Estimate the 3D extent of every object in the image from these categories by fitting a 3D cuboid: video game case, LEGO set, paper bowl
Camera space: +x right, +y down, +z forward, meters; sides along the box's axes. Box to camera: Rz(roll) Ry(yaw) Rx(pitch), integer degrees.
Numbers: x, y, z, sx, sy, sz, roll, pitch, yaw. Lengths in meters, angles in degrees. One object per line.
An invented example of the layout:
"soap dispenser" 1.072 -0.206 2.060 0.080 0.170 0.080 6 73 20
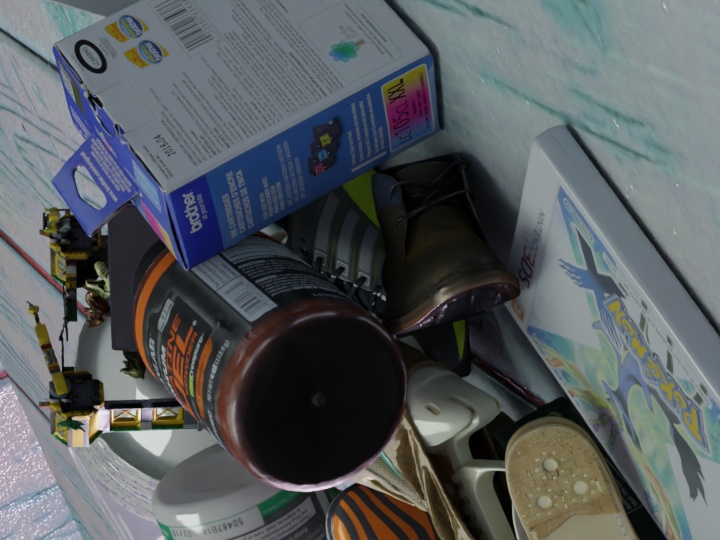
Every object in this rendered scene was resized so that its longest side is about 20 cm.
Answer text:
"video game case" 0.138 0.048 1.239 0.200 0.022 0.182 56 164 21
"LEGO set" -0.146 0.015 1.636 0.116 0.154 0.200 98 177 -53
"paper bowl" -0.104 0.078 1.739 0.201 0.201 0.104 54 151 25

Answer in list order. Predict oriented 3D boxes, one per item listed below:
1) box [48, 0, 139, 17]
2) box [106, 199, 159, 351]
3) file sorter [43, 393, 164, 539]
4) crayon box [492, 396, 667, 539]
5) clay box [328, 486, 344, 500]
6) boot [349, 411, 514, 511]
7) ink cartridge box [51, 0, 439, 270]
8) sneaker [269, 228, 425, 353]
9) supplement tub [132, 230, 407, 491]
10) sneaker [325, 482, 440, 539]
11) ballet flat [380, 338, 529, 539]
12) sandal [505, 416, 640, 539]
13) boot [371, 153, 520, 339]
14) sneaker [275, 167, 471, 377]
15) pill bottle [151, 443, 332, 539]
"box" -0.173 -0.235 1.517 0.200 0.097 0.124 35 108 59
"box" -0.111 -0.067 1.537 0.141 0.079 0.200 91 -178 -49
"file sorter" -0.114 0.126 1.863 0.139 0.200 0.125 56 166 21
"crayon box" 0.137 0.184 1.424 0.126 0.052 0.200 50 161 39
"clay box" 0.043 0.227 1.651 0.200 0.048 0.115 65 166 -8
"boot" 0.007 0.106 1.496 0.200 0.073 0.155 32 158 -30
"ink cartridge box" -0.076 -0.093 1.353 0.136 0.200 0.076 51 162 35
"sneaker" -0.013 0.026 1.598 0.116 0.074 0.200 64 166 -21
"supplement tub" -0.060 0.039 1.352 0.200 0.107 0.107 36 151 59
"sneaker" 0.062 0.211 1.516 0.200 0.078 0.112 51 166 -6
"ballet flat" 0.060 0.112 1.362 0.072 0.068 0.200 -36 76 47
"sandal" 0.137 0.178 1.274 0.212 0.078 0.070 59 -171 -10
"boot" 0.034 -0.018 1.326 0.200 0.075 0.097 142 111 -82
"sneaker" 0.000 0.000 1.493 0.200 0.081 0.074 51 162 34
"pill bottle" -0.053 0.216 1.640 0.113 0.113 0.200 22 137 67
